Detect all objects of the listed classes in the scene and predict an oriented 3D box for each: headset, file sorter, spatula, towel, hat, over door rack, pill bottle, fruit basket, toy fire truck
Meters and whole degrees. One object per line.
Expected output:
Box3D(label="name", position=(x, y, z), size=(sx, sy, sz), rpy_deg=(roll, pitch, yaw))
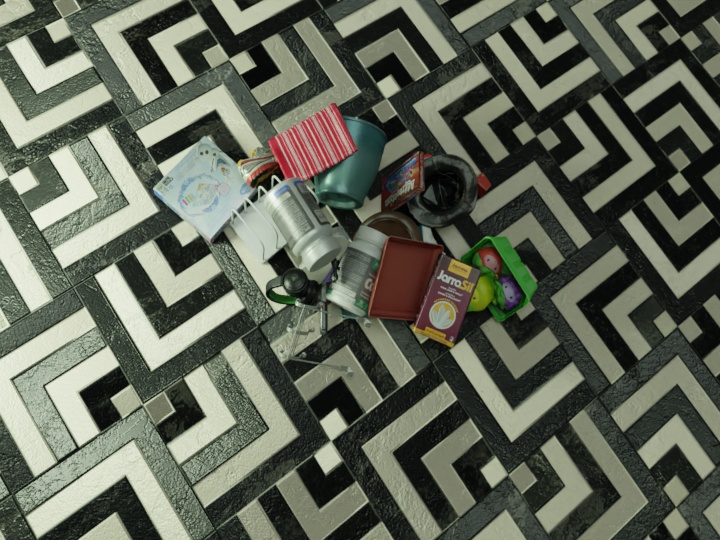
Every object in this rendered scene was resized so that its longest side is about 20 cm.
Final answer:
Box3D(label="headset", position=(-0.142, 0.029, 1.660), size=(0.195, 0.123, 0.096), rpy_deg=(-13, 62, 24))
Box3D(label="file sorter", position=(-0.220, -0.147, 1.721), size=(0.199, 0.125, 0.139), rpy_deg=(-41, 83, -18))
Box3D(label="spatula", position=(-0.095, 0.066, 1.733), size=(0.055, 0.021, 0.206), rpy_deg=(1, 75, -3))
Box3D(label="towel", position=(-0.120, -0.311, 1.674), size=(0.196, 0.022, 0.147), rpy_deg=(-28, 77, 6))
Box3D(label="hat", position=(0.214, -0.211, 1.790), size=(0.194, 0.081, 0.207), rpy_deg=(1, 96, 6))
Box3D(label="over door rack", position=(-0.090, 0.163, 1.657), size=(0.195, 0.067, 0.151), rpy_deg=(17, 102, -17))
Box3D(label="pill bottle", position=(-0.135, -0.107, 1.594), size=(0.112, 0.114, 0.203), rpy_deg=(-30, 78, -16))
Box3D(label="fruit basket", position=(0.334, 0.033, 1.754), size=(0.211, 0.155, 0.221), rpy_deg=(16, 56, -25))
Box3D(label="toy fire truck", position=(0.251, -0.261, 1.875), size=(0.141, 0.049, 0.200), rpy_deg=(-41, 83, -18))
Box3D(label="pill bottle", position=(0.000, 0.000, 1.684), size=(0.111, 0.113, 0.204), rpy_deg=(24, 84, -2))

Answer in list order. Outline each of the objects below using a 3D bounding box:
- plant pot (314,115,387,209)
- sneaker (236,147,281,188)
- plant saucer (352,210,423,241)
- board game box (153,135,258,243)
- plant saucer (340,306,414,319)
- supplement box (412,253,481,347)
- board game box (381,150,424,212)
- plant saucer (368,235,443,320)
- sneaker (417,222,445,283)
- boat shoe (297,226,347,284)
Box3D(label="plant pot", position=(-0.042, -0.270, 1.756), size=(0.194, 0.200, 0.193), rpy_deg=(12, 77, -6))
Box3D(label="sneaker", position=(-0.242, -0.299, 1.768), size=(0.082, 0.078, 0.199), rpy_deg=(41, 50, 10))
Box3D(label="plant saucer", position=(0.068, -0.058, 1.754), size=(0.194, 0.032, 0.207), rpy_deg=(-2, 82, 13))
Box3D(label="board game box", position=(-0.397, -0.211, 1.750), size=(0.198, 0.043, 0.201), rpy_deg=(40, 71, 3))
Box3D(label="plant saucer", position=(0.041, 0.083, 1.754), size=(0.194, 0.019, 0.072), rpy_deg=(-6, 74, -12))
Box3D(label="supplement box", position=(0.213, 0.072, 1.674), size=(0.108, 0.086, 0.205), rpy_deg=(21, 94, 1))
Box3D(label="board game box", position=(0.108, -0.223, 1.762), size=(0.019, 0.199, 0.106), rpy_deg=(8, 71, -25))
Box3D(label="plant saucer", position=(0.107, 0.020, 1.679), size=(0.196, 0.036, 0.205), rpy_deg=(7, 101, -40))
Box3D(label="sneaker", position=(0.193, -0.030, 1.789), size=(0.079, 0.076, 0.206), rpy_deg=(-9, 83, -16))
Box3D(label="boat shoe", position=(-0.108, -0.031, 1.710), size=(0.071, 0.069, 0.201), rpy_deg=(28, 114, -23))
